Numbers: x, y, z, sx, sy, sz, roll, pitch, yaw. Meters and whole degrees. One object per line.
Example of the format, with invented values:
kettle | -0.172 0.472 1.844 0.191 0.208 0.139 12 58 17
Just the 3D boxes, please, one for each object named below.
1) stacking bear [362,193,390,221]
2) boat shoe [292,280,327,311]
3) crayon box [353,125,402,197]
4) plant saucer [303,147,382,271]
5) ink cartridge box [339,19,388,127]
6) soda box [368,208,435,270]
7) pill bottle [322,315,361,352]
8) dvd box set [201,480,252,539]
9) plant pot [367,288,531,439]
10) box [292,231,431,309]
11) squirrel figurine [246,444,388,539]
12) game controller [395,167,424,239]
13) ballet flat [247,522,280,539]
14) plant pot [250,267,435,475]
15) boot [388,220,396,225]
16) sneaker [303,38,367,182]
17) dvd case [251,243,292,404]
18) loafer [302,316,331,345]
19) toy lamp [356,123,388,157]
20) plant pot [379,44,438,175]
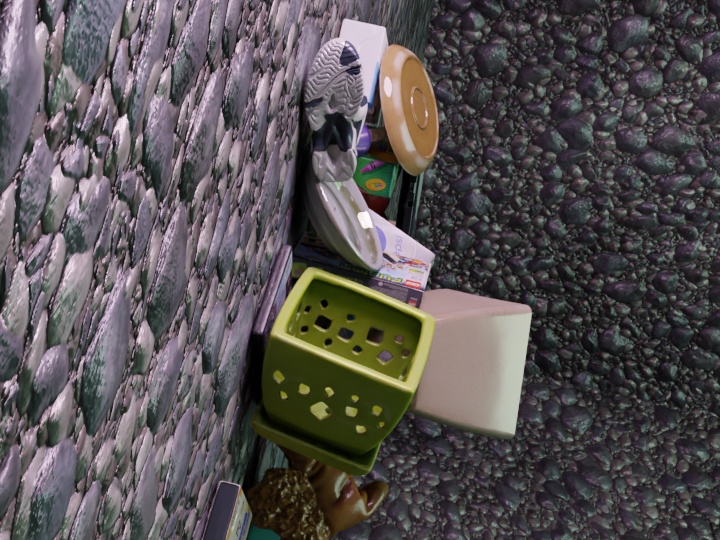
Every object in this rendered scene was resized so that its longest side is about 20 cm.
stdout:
stacking bear | 0.001 -0.068 1.726 0.114 0.120 0.201 -113 -151 -57
boat shoe | -0.036 0.028 1.573 0.200 0.064 0.073 -18 105 -56
crayon box | 0.007 -0.181 1.659 0.200 0.118 0.059 -67 169 -68
plant saucer | -0.035 -0.082 1.476 0.201 0.050 0.201 57 18 -29
ink cartridge box | 0.002 -0.299 1.599 0.200 0.067 0.117 42 60 -84
soda box | 0.019 -0.049 1.619 0.064 0.199 0.068 -53 172 -8
pill bottle | 0.003 0.099 1.709 0.199 0.111 0.111 -30 -157 29
dvd box set | -0.178 0.363 1.329 0.200 0.029 0.147 93 11 -68
plant pot | 0.113 0.133 1.544 0.199 0.176 0.202 11 -86 51
box | 0.000 0.000 1.520 0.110 0.198 0.035 -68 172 -66
squirrel figurine | -0.083 0.311 1.547 0.200 0.141 0.188 -45 121 -44
game controller | 0.072 -0.108 1.695 0.104 0.042 0.202 -108 -156 -68
ballet flat | -0.160 0.442 1.639 0.069 0.069 0.202 -15 119 -85
plant pot | -0.029 0.143 1.381 0.199 0.199 0.182 -64 175 -62
boot | 0.011 -0.017 1.890 0.073 0.154 0.201 94 9 -59
sneaker | -0.031 -0.232 1.371 0.130 0.079 0.200 -90 176 -52
dvd case | -0.119 0.078 1.406 0.201 0.017 0.143 96 8 -56
loafer | -0.068 0.051 1.652 0.076 0.067 0.202 -65 167 -70
toy lamp | 0.020 -0.207 1.576 0.200 0.058 0.059 -21 126 -56
plant pot | 0.080 -0.247 1.578 0.200 0.027 0.202 -7 90 -66
